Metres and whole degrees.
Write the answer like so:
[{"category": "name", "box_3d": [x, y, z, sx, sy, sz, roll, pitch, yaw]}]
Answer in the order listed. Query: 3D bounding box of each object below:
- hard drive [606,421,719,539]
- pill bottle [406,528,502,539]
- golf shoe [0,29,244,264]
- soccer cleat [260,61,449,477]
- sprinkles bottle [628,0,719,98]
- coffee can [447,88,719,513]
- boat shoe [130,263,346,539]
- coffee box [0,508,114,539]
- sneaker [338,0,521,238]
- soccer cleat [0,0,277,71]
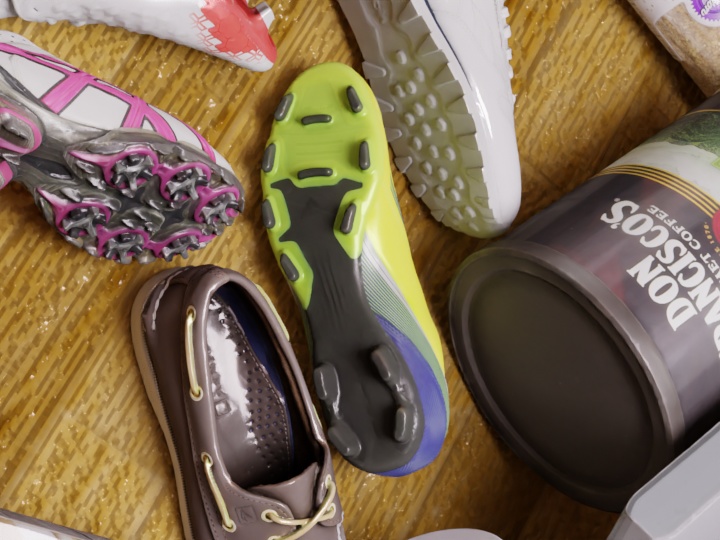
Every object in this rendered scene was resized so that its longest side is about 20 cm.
[{"category": "hard drive", "box_3d": [0.151, 0.134, 0.817, 0.132, 0.200, 0.026, -34, 65, -29]}, {"category": "pill bottle", "box_3d": [0.059, 0.224, 0.773, 0.112, 0.112, 0.201, -29, 112, -29]}, {"category": "golf shoe", "box_3d": [-0.131, -0.064, 0.721, 0.200, 0.073, 0.092, 20, 38, -45]}, {"category": "soccer cleat", "box_3d": [-0.001, 0.001, 0.813, 0.084, 0.064, 0.201, 12, 66, -69]}, {"category": "sprinkles bottle", "box_3d": [0.181, -0.156, 0.920, 0.200, 0.068, 0.068, 47, 65, -19]}, {"category": "coffee can", "box_3d": [0.164, 0.007, 0.851, 0.200, 0.146, 0.147, -33, 103, -29]}, {"category": "boat shoe", "box_3d": [-0.045, 0.092, 0.769, 0.072, 0.059, 0.201, -22, 98, -30]}, {"category": "coffee box", "box_3d": [-0.153, 0.155, 0.684, 0.199, 0.080, 0.115, 22, 79, -27]}, {"category": "sneaker", "box_3d": [0.046, -0.115, 0.834, 0.080, 0.076, 0.201, -25, 99, -36]}, {"category": "soccer cleat", "box_3d": [-0.121, -0.135, 0.744, 0.200, 0.069, 0.085, 34, 102, -38]}]
